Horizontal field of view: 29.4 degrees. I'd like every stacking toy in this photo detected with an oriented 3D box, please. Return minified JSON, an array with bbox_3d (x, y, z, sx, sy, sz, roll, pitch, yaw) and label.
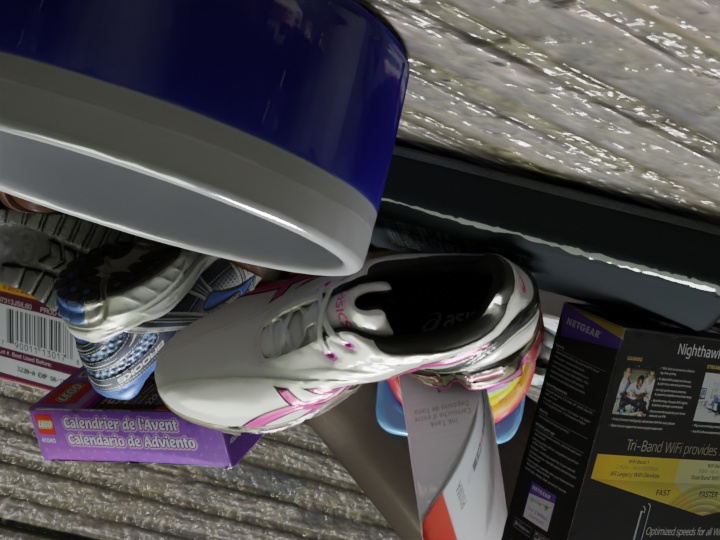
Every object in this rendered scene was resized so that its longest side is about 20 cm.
[{"bbox_3d":[0.070,0.046,0.891,0.108,0.118,0.200,5,168,-1],"label":"stacking toy"}]

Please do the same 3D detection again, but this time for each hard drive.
[{"bbox_3d":[0.088,-0.016,0.686,0.198,0.033,0.140,15,173,9],"label":"hard drive"}]

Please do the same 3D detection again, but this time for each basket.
[{"bbox_3d":[0.054,0.124,1.054,0.200,0.181,0.136,45,140,-9],"label":"basket"}]

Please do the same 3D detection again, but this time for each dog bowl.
[{"bbox_3d":[-0.084,-0.064,0.505,0.198,0.080,0.200,16,174,2],"label":"dog bowl"}]

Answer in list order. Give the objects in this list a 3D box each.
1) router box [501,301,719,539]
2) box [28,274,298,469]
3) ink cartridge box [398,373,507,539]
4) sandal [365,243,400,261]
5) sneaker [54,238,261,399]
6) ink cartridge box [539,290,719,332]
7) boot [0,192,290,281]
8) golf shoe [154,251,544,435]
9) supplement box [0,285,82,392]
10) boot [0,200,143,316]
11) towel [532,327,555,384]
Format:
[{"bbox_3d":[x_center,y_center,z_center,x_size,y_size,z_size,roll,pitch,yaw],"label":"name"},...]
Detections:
[{"bbox_3d":[0.182,0.109,0.783,0.198,0.159,0.052,9,-170,-35],"label":"router box"},{"bbox_3d":[-0.095,0.058,0.872,0.135,0.040,0.200,-3,-158,26],"label":"box"},{"bbox_3d":[0.058,0.132,0.741,0.056,0.202,0.163,-14,146,3],"label":"ink cartridge box"},{"bbox_3d":[0.000,0.000,0.850,0.079,0.055,0.200,16,-174,11],"label":"sandal"},{"bbox_3d":[-0.099,0.010,0.810,0.076,0.086,0.199,12,-151,34],"label":"sneaker"},{"bbox_3d":[0.189,0.042,0.891,0.099,0.040,0.199,11,170,36],"label":"ink cartridge box"},{"bbox_3d":[-0.102,-0.038,0.731,0.198,0.065,0.186,19,178,12],"label":"boot"},{"bbox_3d":[-0.012,0.026,0.669,0.198,0.073,0.092,-13,155,8],"label":"golf shoe"},{"bbox_3d":[-0.199,0.026,1.114,0.109,0.087,0.200,13,-159,21],"label":"supplement box"},{"bbox_3d":[-0.199,-0.042,0.895,0.198,0.078,0.139,21,-154,-19],"label":"boot"},{"bbox_3d":[0.091,0.057,1.191,0.170,0.049,0.200,11,171,31],"label":"towel"}]
